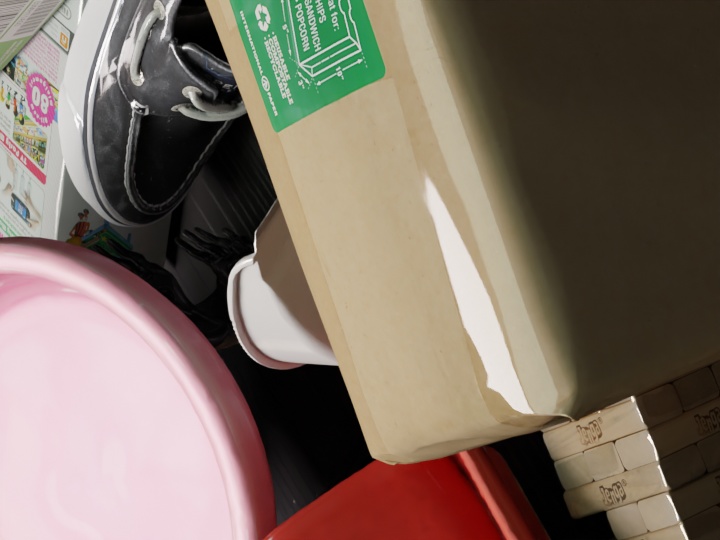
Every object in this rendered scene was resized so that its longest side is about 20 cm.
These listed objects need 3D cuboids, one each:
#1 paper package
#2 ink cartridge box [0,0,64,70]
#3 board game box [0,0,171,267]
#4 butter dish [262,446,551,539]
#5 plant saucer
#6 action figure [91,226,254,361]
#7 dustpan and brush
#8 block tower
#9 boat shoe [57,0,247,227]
[{"bbox_3d":[0.063,-0.069,0.624,0.103,0.190,0.201,-23,85,55],"label":"paper package"},{"bbox_3d":[-0.189,-0.176,0.948,0.145,0.048,0.201,-34,75,54],"label":"ink cartridge box"},{"bbox_3d":[-0.135,-0.111,0.996,0.147,0.064,0.201,43,135,37],"label":"board game box"},{"bbox_3d":[0.008,0.167,0.804,0.200,0.147,0.201,86,159,-53],"label":"butter dish"},{"bbox_3d":[-0.109,0.082,0.905,0.199,0.051,0.202,10,110,30],"label":"plant saucer"},{"bbox_3d":[-0.104,0.065,0.995,0.102,0.119,0.201,44,129,20],"label":"action figure"},{"bbox_3d":[0.000,0.000,0.837,0.057,0.140,0.201,11,145,29],"label":"dustpan and brush"},{"bbox_3d":[0.102,0.067,0.753,0.058,0.054,0.201,-28,83,55],"label":"block tower"},{"bbox_3d":[-0.061,-0.089,0.903,0.068,0.071,0.201,47,131,34],"label":"boat shoe"}]
